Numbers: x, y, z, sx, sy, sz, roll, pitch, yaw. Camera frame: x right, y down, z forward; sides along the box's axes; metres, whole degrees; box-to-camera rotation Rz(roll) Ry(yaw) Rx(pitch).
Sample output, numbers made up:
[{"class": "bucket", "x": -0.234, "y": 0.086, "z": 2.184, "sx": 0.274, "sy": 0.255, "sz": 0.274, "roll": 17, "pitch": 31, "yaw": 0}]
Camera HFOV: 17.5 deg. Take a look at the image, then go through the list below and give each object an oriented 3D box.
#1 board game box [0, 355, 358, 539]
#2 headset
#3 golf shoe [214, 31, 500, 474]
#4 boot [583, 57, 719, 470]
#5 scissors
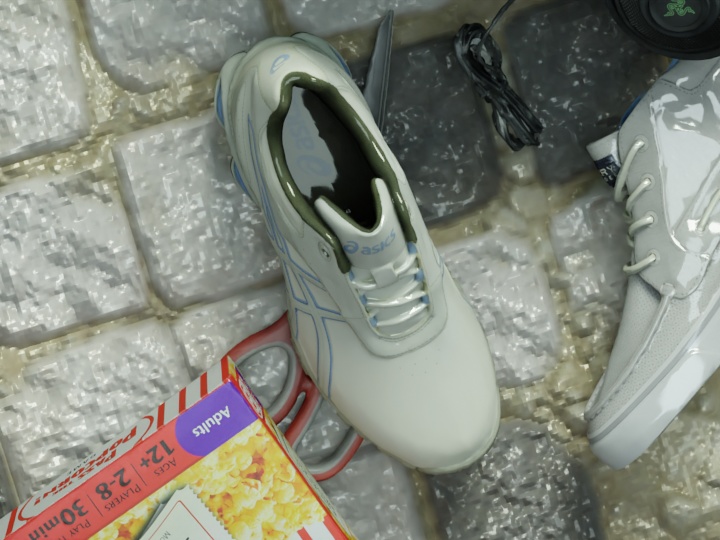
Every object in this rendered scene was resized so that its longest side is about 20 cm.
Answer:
[{"class": "board game box", "x": -0.060, "y": 0.162, "z": 0.998, "sx": 0.151, "sy": 0.046, "sz": 0.201, "roll": -35, "pitch": 101, "yaw": 2}, {"class": "headset", "x": 0.133, "y": -0.125, "z": 0.970, "sx": 0.199, "sy": 0.124, "sz": 0.094, "roll": -25, "pitch": 120, "yaw": 10}, {"class": "golf shoe", "x": 0.000, "y": 0.000, "z": 0.956, "sx": 0.078, "sy": 0.097, "sz": 0.201, "roll": -29, "pitch": 99, "yaw": -4}, {"class": "boot", "x": 0.131, "y": -0.021, "z": 1.005, "sx": 0.095, "sy": 0.074, "sz": 0.201, "roll": 35, "pitch": 82, "yaw": -5}, {"class": "scissors", "x": -0.001, "y": -0.007, "z": 1.010, "sx": 0.073, "sy": 0.014, "sz": 0.201, "roll": 25, "pitch": 92, "yaw": -8}]
